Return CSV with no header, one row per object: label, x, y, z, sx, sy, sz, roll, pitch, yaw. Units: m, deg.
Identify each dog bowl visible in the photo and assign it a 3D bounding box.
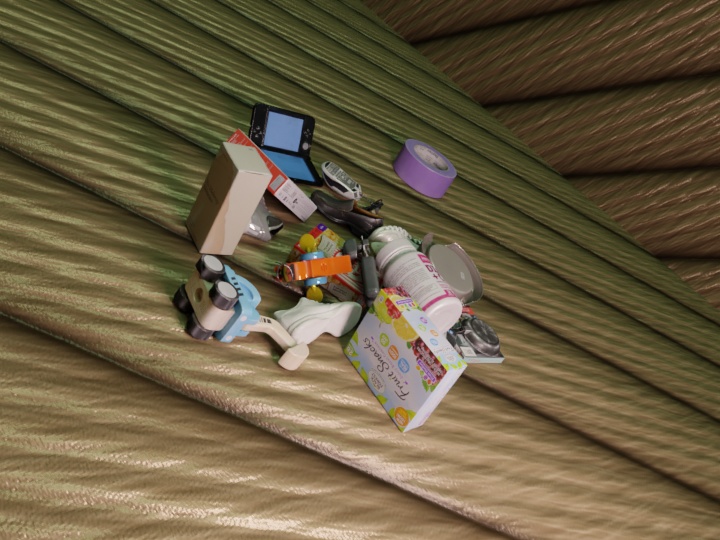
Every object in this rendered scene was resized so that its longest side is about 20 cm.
dog bowl,0.207,0.007,1.635,0.198,0.059,0.203,28,39,-26

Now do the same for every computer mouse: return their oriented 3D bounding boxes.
computer mouse,-0.032,-0.215,1.818,0.199,0.044,0.110,40,33,-2

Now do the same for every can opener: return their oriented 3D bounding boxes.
can opener,0.000,0.000,1.441,0.065,0.054,0.202,-5,38,-2

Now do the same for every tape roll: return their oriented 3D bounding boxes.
tape roll,0.208,-0.331,2.188,0.197,0.086,0.202,25,31,-16

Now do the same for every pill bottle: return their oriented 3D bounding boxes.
pill bottle,0.116,0.034,1.415,0.112,0.114,0.201,3,41,-43

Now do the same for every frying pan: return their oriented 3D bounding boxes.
frying pan,0.250,0.134,1.561,0.188,0.031,0.116,30,29,-15

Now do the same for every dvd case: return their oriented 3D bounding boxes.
dvd case,0.239,0.135,1.594,0.144,0.022,0.201,7,38,-40

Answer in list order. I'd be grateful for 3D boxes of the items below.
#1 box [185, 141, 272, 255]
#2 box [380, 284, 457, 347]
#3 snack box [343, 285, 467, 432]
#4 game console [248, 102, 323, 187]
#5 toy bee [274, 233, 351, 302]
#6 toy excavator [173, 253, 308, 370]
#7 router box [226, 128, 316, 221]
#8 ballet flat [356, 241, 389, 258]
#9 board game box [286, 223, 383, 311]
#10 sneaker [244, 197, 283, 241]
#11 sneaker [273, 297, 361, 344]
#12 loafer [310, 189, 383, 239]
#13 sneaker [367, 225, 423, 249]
box,-0.256,-0.136,1.303,0.077,0.202,0.096,2,41,-42
box,0.103,0.135,1.423,0.198,0.050,0.158,33,29,-1
snack box,0.077,0.160,1.237,0.067,0.170,0.201,-6,48,-44
game console,-0.183,-0.325,1.754,0.197,0.180,0.115,4,11,-42
toy bee,-0.117,-0.008,1.350,0.198,0.107,0.134,21,70,-43
toy excavator,-0.196,0.079,1.171,0.198,0.100,0.196,13,36,-49
router box,-0.200,-0.213,1.540,0.179,0.049,0.200,45,1,20
ballet flat,0.066,-0.019,1.593,0.067,0.073,0.201,-3,45,-50
board game box,-0.046,-0.007,1.486,0.198,0.047,0.152,36,29,3
sneaker,-0.222,-0.129,1.478,0.114,0.075,0.202,28,33,-28
sneaker,-0.080,0.082,1.304,0.088,0.076,0.198,37,28,31
loafer,-0.031,-0.152,1.690,0.198,0.073,0.073,30,30,-6
sneaker,0.107,-0.050,1.682,0.197,0.075,0.082,19,41,-30
